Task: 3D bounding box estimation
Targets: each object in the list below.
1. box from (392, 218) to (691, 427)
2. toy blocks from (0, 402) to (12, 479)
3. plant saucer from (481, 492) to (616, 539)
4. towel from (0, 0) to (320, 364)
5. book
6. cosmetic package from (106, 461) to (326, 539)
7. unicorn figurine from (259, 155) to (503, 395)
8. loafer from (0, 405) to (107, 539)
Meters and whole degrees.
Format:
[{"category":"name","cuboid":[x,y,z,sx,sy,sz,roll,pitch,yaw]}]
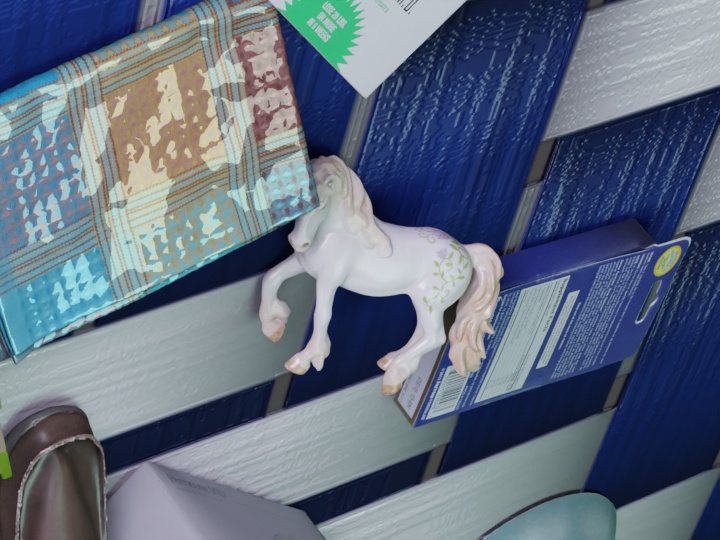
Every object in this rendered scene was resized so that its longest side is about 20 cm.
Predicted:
[{"category":"box","cuboid":[0.122,0.031,1.862,0.199,0.032,0.122,-14,142,-34]},{"category":"toy blocks","cuboid":[-0.262,0.054,1.434,0.136,0.100,0.201,-19,145,-11]},{"category":"plant saucer","cuboid":[0.126,0.255,2.155,0.200,0.039,0.202,-27,147,-20]},{"category":"towel","cuboid":[-0.118,-0.052,1.458,0.199,0.022,0.147,-27,126,-21]},{"category":"book","cuboid":[0.034,-0.199,1.447,0.200,0.048,0.134,-45,144,3]},{"category":"cosmetic package","cuboid":[-0.068,0.244,1.769,0.123,0.200,0.199,-48,149,10]},{"category":"unicorn figurine","cuboid":[0.000,0.000,1.650,0.199,0.074,0.138,3,121,-40]},{"category":"loafer","cuboid":[-0.174,0.173,1.656,0.073,0.071,0.201,-18,125,-34]}]
